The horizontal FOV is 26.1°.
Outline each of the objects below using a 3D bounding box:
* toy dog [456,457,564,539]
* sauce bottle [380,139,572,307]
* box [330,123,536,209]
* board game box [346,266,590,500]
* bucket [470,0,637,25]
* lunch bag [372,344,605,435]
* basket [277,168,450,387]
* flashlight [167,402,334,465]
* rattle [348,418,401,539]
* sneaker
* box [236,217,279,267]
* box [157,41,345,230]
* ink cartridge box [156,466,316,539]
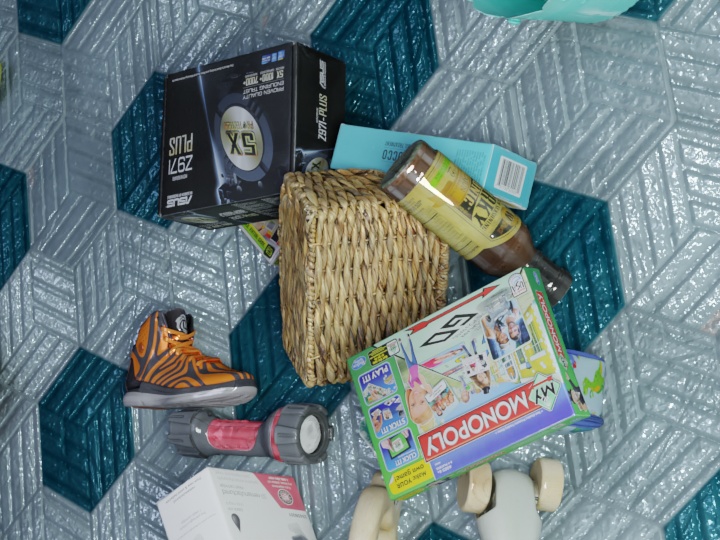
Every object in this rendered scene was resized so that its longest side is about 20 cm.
[{"bbox_3d":[0.130,0.264,1.422,0.131,0.096,0.201,22,61,4],"label":"toy dog"},{"bbox_3d":[0.112,-0.040,1.457,0.065,0.200,0.065,-50,12,15],"label":"sauce bottle"},{"bbox_3d":[0.072,-0.105,1.562,0.199,0.082,0.049,12,87,40],"label":"box"},{"bbox_3d":[0.088,0.099,1.334,0.199,0.029,0.135,-30,68,30],"label":"board game box"},{"bbox_3d":[0.184,-0.330,1.466,0.206,0.134,0.209,-3,86,43],"label":"bucket"},{"bbox_3d":[0.111,0.108,1.431,0.199,0.160,0.083,-3,79,38],"label":"lunch bag"},{"bbox_3d":[0.000,0.000,1.561,0.143,0.148,0.201,-128,35,-64],"label":"basket"},{"bbox_3d":[-0.124,0.173,1.670,0.199,0.068,0.068,-1,91,37],"label":"flashlight"},{"bbox_3d":[0.056,0.242,1.511,0.142,0.130,0.201,-5,51,28],"label":"rattle"},{"bbox_3d":[-0.195,0.096,1.741,0.199,0.077,0.113,-5,78,39],"label":"sneaker"},{"bbox_3d":[-0.111,-0.106,1.744,0.110,0.035,0.200,-54,53,17],"label":"box"},{"bbox_3d":[-0.119,-0.141,1.678,0.199,0.086,0.165,-7,76,38],"label":"box"},{"bbox_3d":[-0.106,0.309,1.577,0.085,0.145,0.201,-36,60,26],"label":"ink cartridge box"}]
